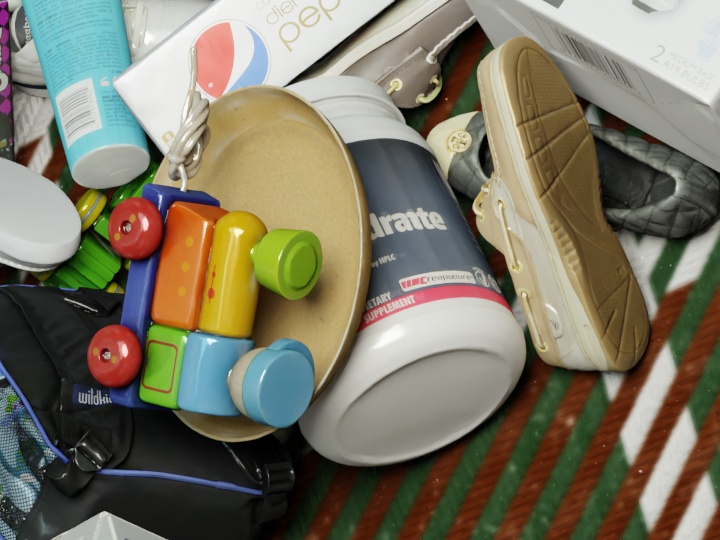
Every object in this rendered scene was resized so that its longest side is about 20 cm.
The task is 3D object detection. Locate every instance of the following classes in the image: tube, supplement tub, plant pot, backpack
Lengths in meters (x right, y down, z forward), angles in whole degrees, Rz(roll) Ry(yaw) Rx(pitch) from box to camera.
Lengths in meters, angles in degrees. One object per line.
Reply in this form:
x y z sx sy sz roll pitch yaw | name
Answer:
-0.180 -0.150 1.647 0.077 0.050 0.201 -14 64 -3 | tube
0.000 0.000 1.503 0.140 0.140 0.200 -34 58 14 | supplement tub
-0.057 -0.003 1.443 0.200 0.027 0.201 -10 76 47 | plant pot
-0.164 0.108 1.534 0.147 0.183 0.200 -59 44 23 | backpack

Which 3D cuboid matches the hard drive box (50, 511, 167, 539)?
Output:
-0.142 0.226 1.461 0.156 0.200 0.077 -29 59 18 | hard drive box

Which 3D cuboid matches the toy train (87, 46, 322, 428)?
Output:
-0.069 -0.017 1.384 0.115 0.085 0.201 11 93 38 | toy train

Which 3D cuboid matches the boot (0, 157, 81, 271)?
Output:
-0.255 -0.023 1.660 0.200 0.073 0.096 31 126 36 | boot

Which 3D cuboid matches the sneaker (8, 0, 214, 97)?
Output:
-0.174 -0.154 1.704 0.199 0.080 0.077 -2 68 28 | sneaker

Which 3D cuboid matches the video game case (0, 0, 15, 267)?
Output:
-0.319 -0.103 1.743 0.199 0.036 0.182 11 108 33 | video game case

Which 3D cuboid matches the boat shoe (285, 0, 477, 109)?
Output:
0.014 -0.122 1.593 0.200 0.060 0.072 -36 13 10 | boat shoe

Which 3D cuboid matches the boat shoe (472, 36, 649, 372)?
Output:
0.099 -0.032 1.456 0.069 0.074 0.201 -10 104 39 | boat shoe

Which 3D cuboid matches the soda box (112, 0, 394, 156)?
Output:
-0.055 -0.150 1.576 0.200 0.064 0.068 -38 96 1 | soda box

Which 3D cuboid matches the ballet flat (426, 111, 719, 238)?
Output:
0.121 -0.065 1.509 0.199 0.057 0.067 13 78 33 | ballet flat

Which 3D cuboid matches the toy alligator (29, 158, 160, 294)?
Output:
-0.155 -0.033 1.663 0.200 0.059 0.054 -51 15 3 | toy alligator

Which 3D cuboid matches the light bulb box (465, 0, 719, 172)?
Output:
0.189 -0.188 1.453 0.198 0.125 0.200 31 82 28 | light bulb box
